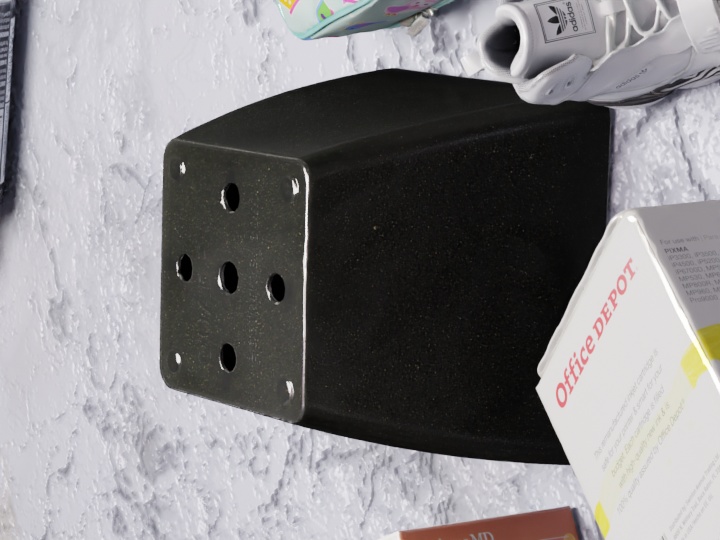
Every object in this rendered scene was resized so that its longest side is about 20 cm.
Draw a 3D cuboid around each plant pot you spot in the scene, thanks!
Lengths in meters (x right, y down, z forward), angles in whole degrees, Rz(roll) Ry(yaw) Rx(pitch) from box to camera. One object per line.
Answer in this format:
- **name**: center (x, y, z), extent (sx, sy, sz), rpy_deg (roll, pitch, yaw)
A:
- **plant pot**: center (0.000, 0.000, 1.483), extent (0.199, 0.177, 0.201), rpy_deg (12, 104, 52)

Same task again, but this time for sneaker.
- **sneaker**: center (0.140, -0.126, 1.336), extent (0.200, 0.114, 0.076), rpy_deg (-24, 75, 51)

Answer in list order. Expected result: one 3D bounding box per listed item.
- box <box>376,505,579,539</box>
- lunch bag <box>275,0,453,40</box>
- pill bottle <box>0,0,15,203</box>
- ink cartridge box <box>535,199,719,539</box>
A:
- **box**: center (0.064, 0.239, 1.464), extent (0.097, 0.124, 0.201), rpy_deg (-31, 70, 49)
- **lunch bag**: center (0.004, -0.228, 1.524), extent (0.160, 0.077, 0.201), rpy_deg (-16, 81, 61)
- **pill bottle**: center (-0.298, -0.100, 1.923), extent (0.106, 0.106, 0.201), rpy_deg (22, 111, 50)
- **ink cartridge box**: center (0.173, 0.085, 1.306), extent (0.145, 0.083, 0.201), rpy_deg (114, 142, -47)
